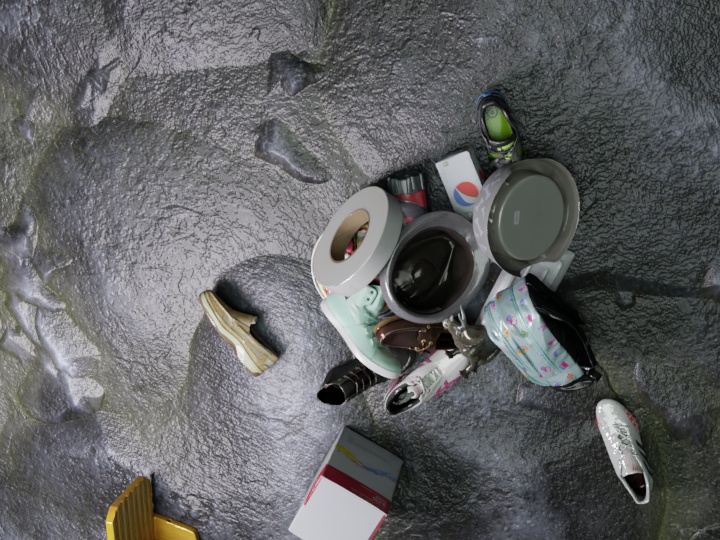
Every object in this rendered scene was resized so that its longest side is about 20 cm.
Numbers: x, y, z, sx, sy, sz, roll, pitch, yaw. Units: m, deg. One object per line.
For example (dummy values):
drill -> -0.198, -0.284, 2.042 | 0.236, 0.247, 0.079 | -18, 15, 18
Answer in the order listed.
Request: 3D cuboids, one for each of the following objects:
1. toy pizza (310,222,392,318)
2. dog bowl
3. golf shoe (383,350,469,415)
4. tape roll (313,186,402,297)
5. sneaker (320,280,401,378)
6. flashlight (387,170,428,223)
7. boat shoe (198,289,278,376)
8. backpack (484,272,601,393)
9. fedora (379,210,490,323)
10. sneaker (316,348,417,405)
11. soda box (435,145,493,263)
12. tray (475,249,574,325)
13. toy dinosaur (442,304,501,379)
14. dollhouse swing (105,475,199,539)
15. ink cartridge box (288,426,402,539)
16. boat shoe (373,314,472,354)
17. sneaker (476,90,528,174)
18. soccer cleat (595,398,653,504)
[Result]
toy pizza -> 0.000, 0.000, 1.595 | 0.199, 0.032, 0.202 | 4, 107, 13
dog bowl -> 0.272, -0.091, 1.417 | 0.199, 0.059, 0.201 | -9, 109, -29
golf shoe -> 0.127, 0.209, 1.592 | 0.200, 0.092, 0.073 | -41, 92, 19
tape roll -> -0.007, -0.052, 1.482 | 0.037, 0.203, 0.203 | 32, 114, -29
sneaker -> 0.027, 0.095, 1.545 | 0.118, 0.074, 0.201 | -46, 78, 20
flashlight -> 0.095, -0.075, 1.533 | 0.067, 0.068, 0.201 | 5, 110, 40
boat shoe -> -0.235, 0.110, 1.675 | 0.076, 0.072, 0.200 | -35, 103, 6
backpack -> 0.306, 0.106, 1.450 | 0.126, 0.167, 0.200 | -37, 120, 18
fedora -> 0.121, -0.006, 1.474 | 0.176, 0.090, 0.201 | 34, 92, -11
sneaker -> 0.015, 0.200, 1.609 | 0.199, 0.106, 0.075 | -27, 98, 20
soda box -> 0.201, -0.113, 1.492 | 0.063, 0.068, 0.201 | -21, 100, 19
tray -> 0.294, 0.039, 1.525 | 0.107, 0.022, 0.201 | 21, 110, -8
toy dinosaur -> 0.216, 0.132, 1.493 | 0.102, 0.199, 0.077 | -49, 50, 29
dollhouse swing -> -0.423, 0.559, 1.773 | 0.181, 0.200, 0.177 | 18, 109, 8
ink cartridge box -> -0.023, 0.430, 1.637 | 0.144, 0.200, 0.146 | 29, 111, 2
boat shoe -> 0.120, 0.113, 1.516 | 0.071, 0.199, 0.071 | -59, 44, 48
sneaker -> 0.242, -0.205, 1.446 | 0.070, 0.083, 0.201 | -18, 104, 17
soccer cleat -> 0.481, 0.327, 1.540 | 0.068, 0.085, 0.201 | -19, 100, 19
